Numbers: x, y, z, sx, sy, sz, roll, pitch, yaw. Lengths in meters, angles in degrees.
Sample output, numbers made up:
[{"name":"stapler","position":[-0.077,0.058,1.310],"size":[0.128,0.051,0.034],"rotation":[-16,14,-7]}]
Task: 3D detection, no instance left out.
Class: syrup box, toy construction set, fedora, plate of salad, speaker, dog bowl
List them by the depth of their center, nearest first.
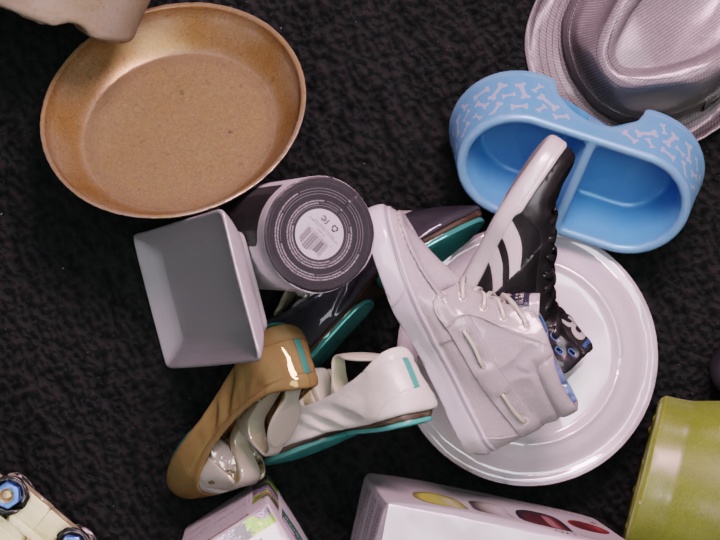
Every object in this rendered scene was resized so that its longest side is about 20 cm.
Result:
[{"name":"speaker","position":[-0.056,-0.025,1.469],"size":[0.081,0.200,0.082],"rotation":[0,91,-17]},{"name":"syrup box","position":[-0.079,0.210,1.470],"size":[0.081,0.200,0.079],"rotation":[-33,91,-3]},{"name":"toy construction set","position":[-0.265,0.229,1.518],"size":[0.200,0.092,0.131],"rotation":[40,88,-14]},{"name":"dog bowl","position":[0.161,-0.076,1.533],"size":[0.199,0.050,0.112],"rotation":[18,128,-4]},{"name":"fedora","position":[0.230,-0.182,1.546],"size":[0.199,0.090,0.177],"rotation":[-28,92,-3]},{"name":"plate of salad","position":[0.127,0.065,1.561],"size":[0.199,0.048,0.201],"rotation":[0,79,1]}]

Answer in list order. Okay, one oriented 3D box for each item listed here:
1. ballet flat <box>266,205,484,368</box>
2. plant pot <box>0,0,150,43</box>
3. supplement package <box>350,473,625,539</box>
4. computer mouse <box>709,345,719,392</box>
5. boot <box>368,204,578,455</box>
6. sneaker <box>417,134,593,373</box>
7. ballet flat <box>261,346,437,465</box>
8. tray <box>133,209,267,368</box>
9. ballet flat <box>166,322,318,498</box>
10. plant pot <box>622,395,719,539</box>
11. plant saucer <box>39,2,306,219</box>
[{"name":"ballet flat","position":[0.000,0.000,1.543],"size":[0.200,0.073,0.073],"rotation":[-41,93,4]},{"name":"plant pot","position":[-0.201,-0.271,1.479],"size":[0.200,0.200,0.184],"rotation":[18,100,-4]},{"name":"supplement package","position":[0.087,0.244,1.483],"size":[0.190,0.200,0.148],"rotation":[12,90,-5]},{"name":"computer mouse","position":[0.365,0.060,1.591],"size":[0.199,0.034,0.059],"rotation":[-12,74,-9]},{"name":"boot","position":[0.082,0.029,1.444],"size":[0.095,0.074,0.201],"rotation":[-24,106,13]},{"name":"sneaker","position":[0.134,0.008,1.496],"size":[0.112,0.073,0.201],"rotation":[29,108,2]},{"name":"ballet flat","position":[-0.015,0.096,1.493],"size":[0.069,0.200,0.070],"rotation":[11,71,-33]},{"name":"tray","position":[-0.114,0.015,1.475],"size":[0.022,0.200,0.108],"rotation":[-16,93,-24]},{"name":"ballet flat","position":[-0.088,0.121,1.485],"size":[0.068,0.200,0.063],"rotation":[-9,54,-36]},{"name":"plant pot","position":[0.299,0.180,1.515],"size":[0.192,0.200,0.201],"rotation":[14,89,8]},{"name":"plant saucer","position":[-0.137,-0.112,1.511],"size":[0.199,0.035,0.201],"rotation":[-4,57,6]}]
